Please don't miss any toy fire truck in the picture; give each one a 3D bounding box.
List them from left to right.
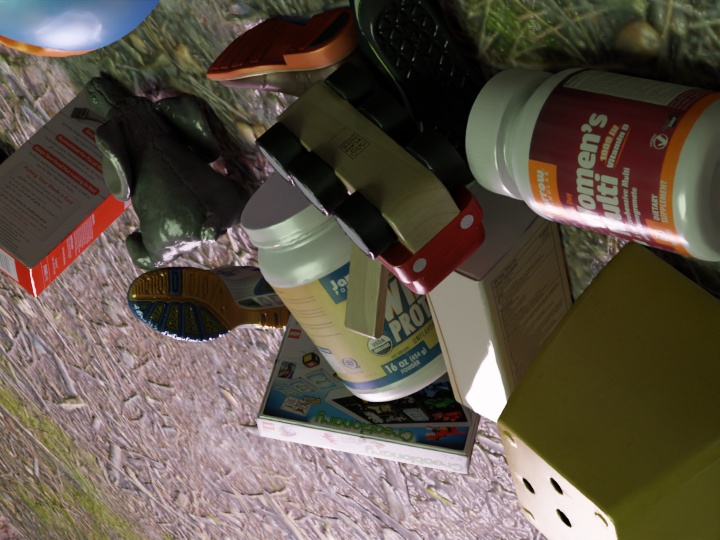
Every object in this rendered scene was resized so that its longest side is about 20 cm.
[{"bbox_3d":[0.018,-0.029,1.305,0.176,0.129,0.200,42,172,44],"label":"toy fire truck"}]

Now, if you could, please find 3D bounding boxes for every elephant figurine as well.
[{"bbox_3d":[-0.205,-0.111,1.661,0.155,0.141,0.201,-24,96,33],"label":"elephant figurine"}]

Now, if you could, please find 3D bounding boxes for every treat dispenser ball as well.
[{"bbox_3d":[-0.245,-0.272,1.361,0.200,0.201,0.201,33,153,19],"label":"treat dispenser ball"}]

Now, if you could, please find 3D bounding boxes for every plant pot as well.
[{"bbox_3d":[0.220,0.138,1.303,0.200,0.176,0.200,41,160,40],"label":"plant pot"}]

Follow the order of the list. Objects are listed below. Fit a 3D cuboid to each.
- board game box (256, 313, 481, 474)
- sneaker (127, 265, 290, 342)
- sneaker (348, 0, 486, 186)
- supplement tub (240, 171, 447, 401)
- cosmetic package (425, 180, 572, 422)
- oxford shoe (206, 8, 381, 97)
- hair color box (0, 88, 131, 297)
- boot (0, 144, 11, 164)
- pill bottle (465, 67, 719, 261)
[{"bbox_3d":[0.016,0.112,1.585,0.199,0.127,0.035,10,142,10],"label":"board game box"},{"bbox_3d":[-0.152,0.031,1.742,0.088,0.199,0.076,13,98,60],"label":"sneaker"},{"bbox_3d":[0.047,-0.155,1.303,0.083,0.072,0.200,50,169,54],"label":"sneaker"},{"bbox_3d":[0.000,0.000,1.496,0.144,0.145,0.200,2,133,55],"label":"supplement tub"},{"bbox_3d":[0.118,0.029,1.419,0.073,0.104,0.200,25,149,34],"label":"cosmetic package"},{"bbox_3d":[-0.057,-0.164,1.412,0.200,0.071,0.073,5,141,53],"label":"oxford shoe"},{"bbox_3d":[-0.309,-0.081,1.753,0.111,0.200,0.064,36,153,14],"label":"hair color box"},{"bbox_3d":[-0.437,-0.087,2.097,0.200,0.070,0.132,43,150,-10],"label":"boot"},{"bbox_3d":[0.174,-0.079,1.159,0.200,0.110,0.110,17,145,43],"label":"pill bottle"}]
